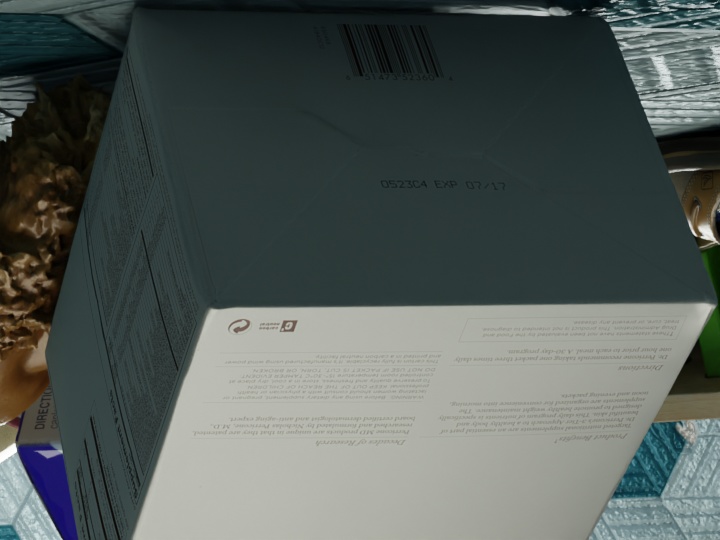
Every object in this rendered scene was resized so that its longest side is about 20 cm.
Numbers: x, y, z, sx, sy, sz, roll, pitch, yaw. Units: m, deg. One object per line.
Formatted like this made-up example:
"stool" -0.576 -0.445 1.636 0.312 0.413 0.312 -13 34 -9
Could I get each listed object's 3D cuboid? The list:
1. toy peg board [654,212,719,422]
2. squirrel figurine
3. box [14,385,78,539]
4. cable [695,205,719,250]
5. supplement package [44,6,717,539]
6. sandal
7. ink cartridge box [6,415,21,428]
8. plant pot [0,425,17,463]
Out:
"toy peg board" 0.212 0.004 1.703 0.199 0.098 0.199 -5 -158 28
"squirrel figurine" -0.111 -0.007 1.199 0.185 0.142 0.200 -6 175 3
"box" -0.042 0.039 1.340 0.199 0.185 0.105 -3 137 14
"cable" 0.121 -0.012 1.593 0.199 0.051 0.097 -16 -176 12
"supplement package" -0.003 0.022 1.060 0.190 0.148 0.200 0 139 -20
"sandal" 0.199 -0.041 1.422 0.081 0.055 0.200 1 173 -35
"ink cartridge box" -0.199 0.029 1.579 0.145 0.084 0.200 22 -179 14
"plant pot" -0.291 0.073 1.897 0.199 0.188 0.187 -17 174 3
